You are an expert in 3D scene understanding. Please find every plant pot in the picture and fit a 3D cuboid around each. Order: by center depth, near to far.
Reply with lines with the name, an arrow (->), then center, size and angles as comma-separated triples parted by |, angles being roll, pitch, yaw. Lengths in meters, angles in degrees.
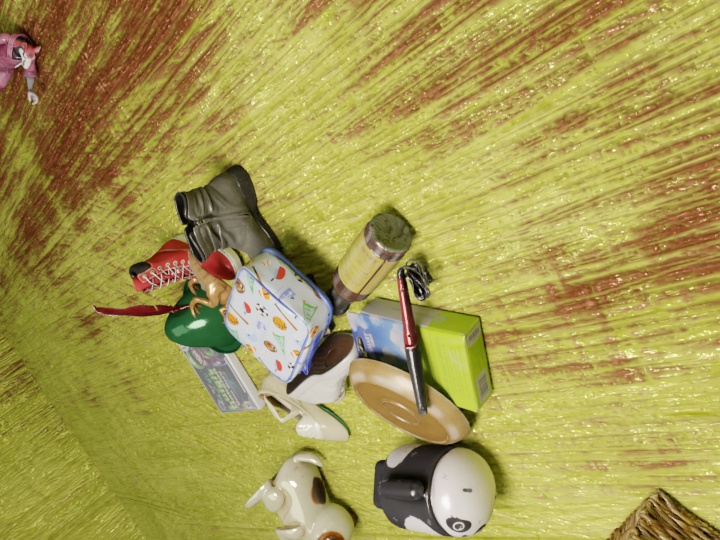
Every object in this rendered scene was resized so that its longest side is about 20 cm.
plant pot -> 0.063, 0.196, 0.952 | 0.197, 0.028, 0.201 | 27, 156, 13

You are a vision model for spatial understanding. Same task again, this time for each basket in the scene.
basket -> 0.370, 0.392, 0.758 | 0.198, 0.142, 0.151 | 35, 138, 20

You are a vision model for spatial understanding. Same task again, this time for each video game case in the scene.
video game case -> -0.299, 0.210, 1.389 | 0.180, 0.023, 0.203 | -17, 106, 50

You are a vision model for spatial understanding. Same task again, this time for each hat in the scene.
hat -> -0.339, 0.112, 1.208 | 0.197, 0.175, 0.169 | 1, 111, 40

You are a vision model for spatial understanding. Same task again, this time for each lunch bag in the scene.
lunch bag -> -0.121, 0.074, 0.986 | 0.159, 0.076, 0.201 | 38, 143, 10

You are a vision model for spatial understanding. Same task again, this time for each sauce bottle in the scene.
sauce bottle -> 0.000, 0.000, 0.887 | 0.065, 0.065, 0.200 | 47, 141, 5

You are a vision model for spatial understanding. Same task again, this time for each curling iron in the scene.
curling iron -> 0.071, 0.088, 0.839 | 0.049, 0.025, 0.205 | 7, 104, 44

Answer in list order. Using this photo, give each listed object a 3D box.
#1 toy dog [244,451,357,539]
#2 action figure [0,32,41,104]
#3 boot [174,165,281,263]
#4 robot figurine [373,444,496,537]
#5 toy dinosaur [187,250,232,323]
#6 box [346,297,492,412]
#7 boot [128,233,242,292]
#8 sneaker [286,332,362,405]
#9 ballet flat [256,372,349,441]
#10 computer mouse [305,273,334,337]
toy dog -> -0.096, 0.473, 1.325 | 0.200, 0.139, 0.194 | 46, 105, 9
action figure -> -0.661, -0.402, 1.242 | 0.196, 0.152, 0.134 | -6, 147, 27
boot -> -0.202, -0.045, 1.002 | 0.067, 0.130, 0.203 | -1, 119, 44
robot figurine -> 0.106, 0.324, 0.974 | 0.198, 0.150, 0.127 | -13, 106, 45
toy dinosaur -> -0.240, 0.025, 1.065 | 0.104, 0.061, 0.201 | -16, 134, 28
box -> 0.079, 0.111, 0.908 | 0.197, 0.047, 0.124 | 10, 125, 41
boot -> -0.308, 0.004, 1.139 | 0.197, 0.144, 0.074 | 11, 126, 38
sneaker -> -0.040, 0.164, 1.073 | 0.084, 0.074, 0.199 | 28, 140, -21
ballet flat -> -0.112, 0.264, 1.208 | 0.198, 0.069, 0.070 | 32, 138, 23
computer mouse -> -0.126, 0.056, 1.079 | 0.197, 0.044, 0.111 | -1, 126, 40
